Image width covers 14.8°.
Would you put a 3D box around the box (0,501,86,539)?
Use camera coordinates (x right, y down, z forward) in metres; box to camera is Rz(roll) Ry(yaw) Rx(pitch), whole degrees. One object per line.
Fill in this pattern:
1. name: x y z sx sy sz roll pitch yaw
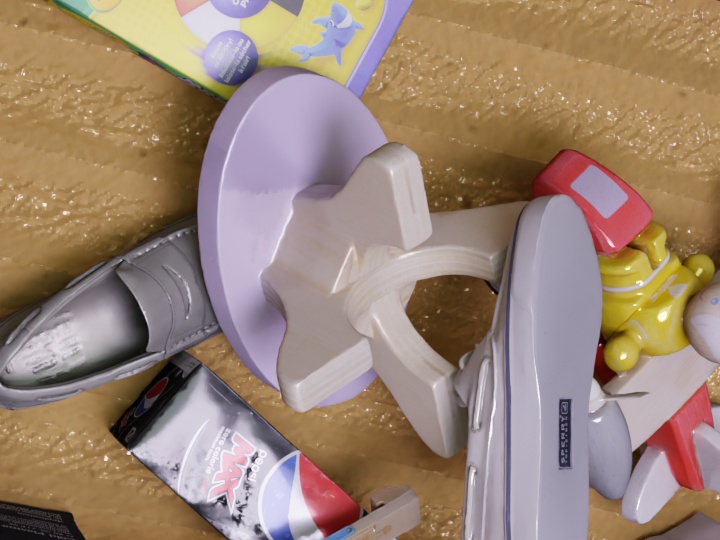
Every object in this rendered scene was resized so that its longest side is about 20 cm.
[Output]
1. box: -0.240 0.175 1.415 0.199 0.182 0.105 11 93 -14

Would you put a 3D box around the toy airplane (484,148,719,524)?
1. toy airplane: 0.172 0.045 1.522 0.198 0.141 0.201 14 75 -35

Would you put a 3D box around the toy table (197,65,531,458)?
1. toy table: 0.000 0.000 1.454 0.184 0.117 0.201 -42 131 -20

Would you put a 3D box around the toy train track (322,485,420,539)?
1. toy train track: -0.059 0.164 1.454 0.199 0.033 0.115 -28 142 -18

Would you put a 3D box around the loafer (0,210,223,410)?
1. loafer: -0.114 0.020 1.488 0.199 0.070 0.070 -29 101 -10

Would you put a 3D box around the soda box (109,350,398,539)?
1. soda box: -0.042 0.134 1.516 0.200 0.071 0.063 43 84 -14

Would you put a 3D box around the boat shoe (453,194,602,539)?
1. boat shoe: 0.081 0.062 1.426 0.072 0.065 0.201 2 87 -55

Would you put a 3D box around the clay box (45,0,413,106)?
1. clay box: -0.079 -0.159 1.491 0.199 0.048 0.115 29 88 -15

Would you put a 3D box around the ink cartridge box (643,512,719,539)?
1. ink cartridge box: 0.191 0.264 1.546 0.144 0.147 0.201 -27 101 -10
